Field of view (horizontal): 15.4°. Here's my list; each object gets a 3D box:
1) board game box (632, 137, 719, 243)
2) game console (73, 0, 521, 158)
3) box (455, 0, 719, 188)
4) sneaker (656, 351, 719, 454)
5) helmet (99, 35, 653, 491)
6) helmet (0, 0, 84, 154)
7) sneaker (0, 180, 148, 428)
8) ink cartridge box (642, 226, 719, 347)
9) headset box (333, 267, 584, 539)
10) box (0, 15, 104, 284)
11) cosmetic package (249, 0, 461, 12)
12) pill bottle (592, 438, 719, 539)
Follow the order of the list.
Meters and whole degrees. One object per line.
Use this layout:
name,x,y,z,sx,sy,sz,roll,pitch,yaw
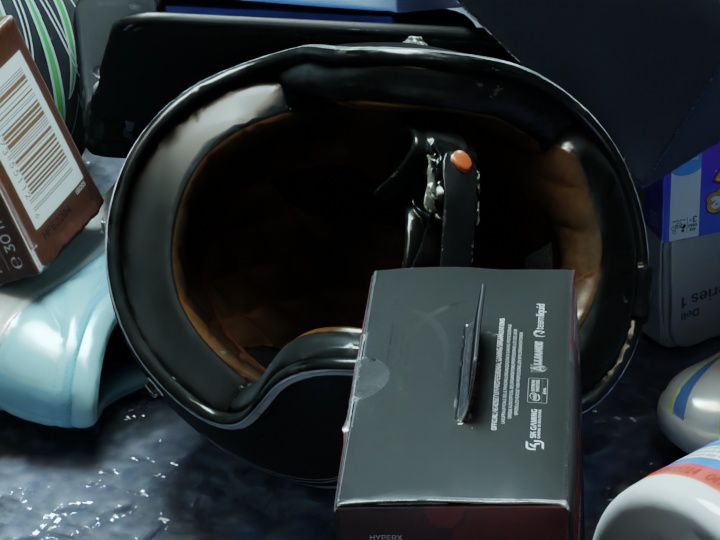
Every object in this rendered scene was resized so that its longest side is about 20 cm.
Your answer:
board game box,0.159,-0.090,1.221,0.134,0.045,0.200,-10,32,-15
game console,-0.023,-0.110,1.206,0.199,0.117,0.176,2,38,-12
box,0.135,-0.163,1.131,0.182,0.104,0.200,46,48,15
sneaker,0.214,0.012,1.147,0.199,0.106,0.076,-16,32,-25
helmet,0.000,0.000,1.097,0.200,0.201,0.190,-30,14,-40
helmet,-0.224,-0.116,1.329,0.190,0.201,0.200,0,24,42
sneaker,-0.096,0.014,1.215,0.082,0.074,0.200,23,43,19
ink cartridge box,0.151,-0.057,1.297,0.145,0.085,0.200,-18,32,-24
headset box,0.038,0.104,0.897,0.077,0.201,0.149,0,28,5
box,-0.228,-0.035,1.203,0.199,0.101,0.075,-14,23,29
cosmetic package,-0.022,-0.153,1.260,0.150,0.052,0.200,5,8,18
pill bottle,0.192,0.095,0.992,0.199,0.113,0.112,-24,35,-32
